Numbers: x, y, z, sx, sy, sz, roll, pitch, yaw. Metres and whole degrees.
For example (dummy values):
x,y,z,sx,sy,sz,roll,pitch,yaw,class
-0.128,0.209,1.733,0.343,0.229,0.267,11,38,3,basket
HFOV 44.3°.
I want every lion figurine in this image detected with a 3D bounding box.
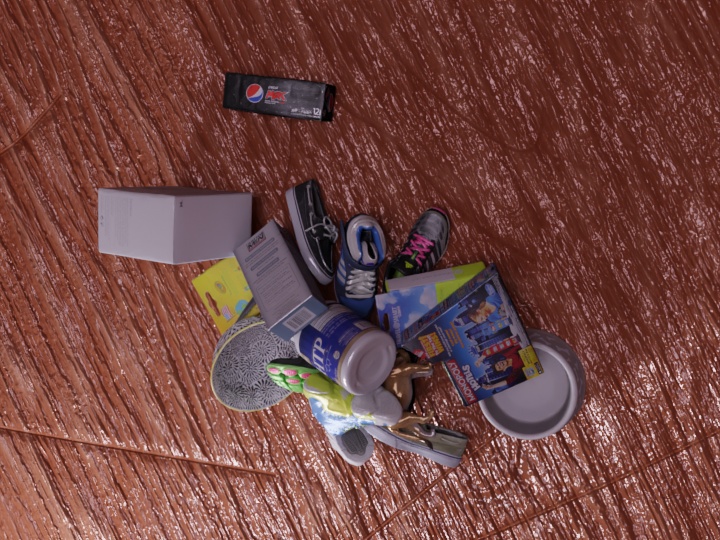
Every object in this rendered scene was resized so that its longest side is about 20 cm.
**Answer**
x,y,z,sx,sy,sz,roll,pitch,yaw,class
0.070,0.219,1.568,0.122,0.073,0.201,-3,72,5,lion figurine

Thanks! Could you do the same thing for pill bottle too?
x,y,z,sx,sy,sz,roll,pitch,yaw,class
-0.044,0.122,1.547,0.200,0.119,0.120,30,106,42,pill bottle

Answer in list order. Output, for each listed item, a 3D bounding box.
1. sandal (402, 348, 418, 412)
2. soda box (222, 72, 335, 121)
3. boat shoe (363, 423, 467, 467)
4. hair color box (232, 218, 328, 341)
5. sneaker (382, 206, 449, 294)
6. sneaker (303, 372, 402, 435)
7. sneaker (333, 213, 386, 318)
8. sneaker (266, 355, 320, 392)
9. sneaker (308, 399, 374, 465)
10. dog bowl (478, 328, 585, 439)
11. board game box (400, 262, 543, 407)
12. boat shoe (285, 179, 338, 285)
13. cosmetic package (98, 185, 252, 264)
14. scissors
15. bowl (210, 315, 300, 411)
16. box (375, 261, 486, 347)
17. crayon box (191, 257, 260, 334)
x,y,z,sx,sy,sz,roll,pitch,yaw,class
0.069,0.189,1.634,0.076,0.043,0.201,13,100,15,sandal
-0.150,-0.319,1.626,0.199,0.063,0.071,10,99,15,soda box
0.100,0.295,1.614,0.199,0.072,0.062,22,98,-10,boat shoe
-0.142,0.015,1.553,0.099,0.061,0.200,-38,51,9,hair color box
0.096,-0.019,1.577,0.074,0.087,0.201,31,104,11,sneaker
-0.010,0.249,1.563,0.199,0.076,0.106,18,130,32,sneaker
0.000,0.000,1.571,0.080,0.146,0.201,1,94,-8,sneaker
-0.075,0.171,1.642,0.199,0.084,0.077,-6,135,-7,sneaker
-0.047,0.285,1.664,0.078,0.100,0.201,-20,65,-17,sneaker
0.295,0.206,1.562,0.199,0.059,0.201,2,97,17,dog bowl
0.180,0.120,1.507,0.199,0.062,0.201,-24,105,10,board game box
-0.076,-0.073,1.615,0.068,0.074,0.200,-26,63,18,boat shoe
-0.336,-0.087,1.613,0.199,0.199,0.124,7,99,35,cosmetic package
-0.178,0.021,1.652,0.200,0.014,0.073,-35,87,19,scissors
-0.201,0.157,1.665,0.201,0.200,0.094,-61,38,14,bowl
0.128,0.064,1.548,0.199,0.048,0.122,-10,119,-2,box
-0.210,0.020,1.692,0.199,0.051,0.127,-30,88,17,crayon box
